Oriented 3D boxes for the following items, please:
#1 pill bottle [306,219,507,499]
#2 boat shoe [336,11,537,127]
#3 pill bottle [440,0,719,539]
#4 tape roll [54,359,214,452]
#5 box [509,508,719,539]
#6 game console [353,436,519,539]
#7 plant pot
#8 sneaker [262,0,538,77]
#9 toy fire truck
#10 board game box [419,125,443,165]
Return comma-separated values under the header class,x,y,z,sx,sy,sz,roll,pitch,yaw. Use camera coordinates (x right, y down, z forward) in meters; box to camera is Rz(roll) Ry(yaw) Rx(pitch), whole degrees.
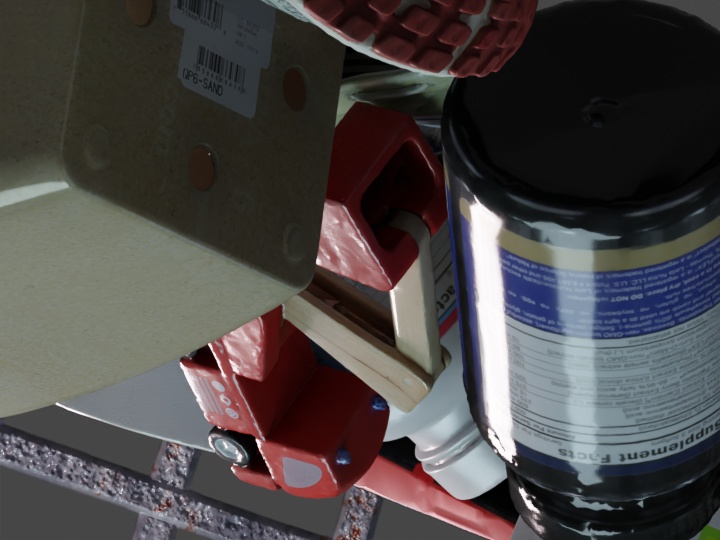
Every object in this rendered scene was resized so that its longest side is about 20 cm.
class,x,y,z,sx,sy,sz,roll,pitch,yaw
pill bottle,0.000,0.000,1.242,0.200,0.109,0.109,45,166,-11
boat shoe,-0.021,-0.086,1.099,0.199,0.072,0.062,-2,164,39
pill bottle,0.089,0.010,1.050,0.111,0.112,0.201,15,141,19
tape roll,-0.060,0.009,1.458,0.202,0.140,0.203,14,-176,-1
box,0.136,0.119,1.208,0.112,0.201,0.101,23,179,-35
game console,0.099,0.061,1.351,0.200,0.031,0.177,-29,-149,-30
plant pot,-0.115,-0.068,1.013,0.176,0.201,0.199,-3,162,37
sneaker,-0.033,-0.122,0.872,0.199,0.078,0.082,29,174,-15
toy fire truck,-0.015,0.018,1.126,0.141,0.049,0.200,13,142,34
board game box,0.093,-0.041,1.276,0.135,0.035,0.200,19,172,-11
